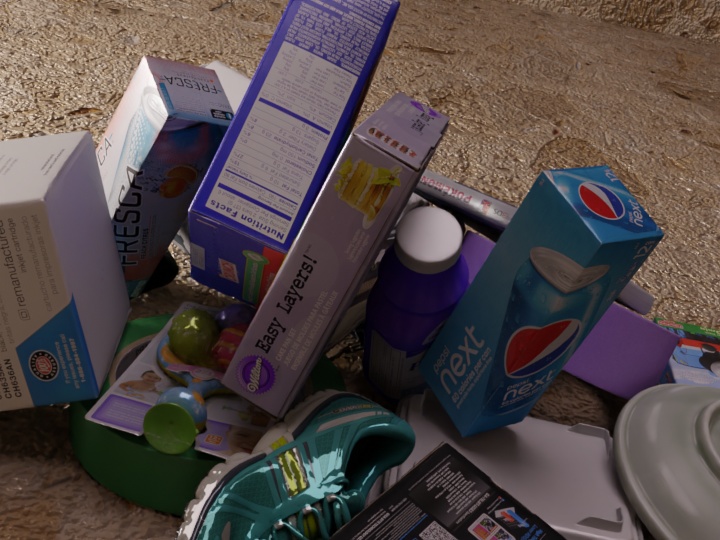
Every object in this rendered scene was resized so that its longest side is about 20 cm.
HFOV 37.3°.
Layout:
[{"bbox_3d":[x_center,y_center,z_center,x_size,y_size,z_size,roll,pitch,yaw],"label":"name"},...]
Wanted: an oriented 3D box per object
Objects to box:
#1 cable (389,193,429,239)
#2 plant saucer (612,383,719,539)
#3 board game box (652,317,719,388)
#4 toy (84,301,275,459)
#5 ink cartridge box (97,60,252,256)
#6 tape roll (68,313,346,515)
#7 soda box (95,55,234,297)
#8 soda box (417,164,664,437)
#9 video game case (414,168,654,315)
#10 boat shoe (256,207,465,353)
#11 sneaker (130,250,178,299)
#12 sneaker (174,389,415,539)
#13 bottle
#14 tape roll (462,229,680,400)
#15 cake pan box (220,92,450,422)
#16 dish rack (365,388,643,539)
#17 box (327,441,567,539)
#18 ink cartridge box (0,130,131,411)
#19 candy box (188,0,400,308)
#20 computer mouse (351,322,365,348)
[{"bbox_3d":[-0.025,-0.039,1.018,0.197,0.070,0.200,-5,19,-3],"label":"cable"},{"bbox_3d":[0.280,0.147,0.765,0.198,0.051,0.201,15,38,-12],"label":"plant saucer"},{"bbox_3d":[0.342,0.114,0.941,0.149,0.037,0.200,11,26,1],"label":"board game box"},{"bbox_3d":[-0.101,0.058,0.755,0.114,0.048,0.200,14,26,5],"label":"toy"},{"bbox_3d":[-0.114,-0.086,0.937,0.146,0.086,0.199,-41,46,-17],"label":"ink cartridge box"},{"bbox_3d":[-0.110,0.099,0.779,0.198,0.049,0.201,9,25,-4],"label":"tape roll"},{"bbox_3d":[-0.171,-0.066,0.829,0.063,0.200,0.069,3,47,-39],"label":"soda box"},{"bbox_3d":[0.117,0.025,0.732,0.064,0.201,0.068,-9,52,-35],"label":"soda box"},{"bbox_3d":[0.145,-0.030,0.958,0.199,0.023,0.182,28,1,-43],"label":"video game case"},{"bbox_3d":[0.000,0.000,0.890,0.199,0.074,0.074,-36,7,-14],"label":"boat shoe"},{"bbox_3d":[-0.247,-0.005,0.914,0.199,0.076,0.079,-15,37,-42],"label":"sneaker"},{"bbox_3d":[-0.039,0.140,0.639,0.079,0.078,0.200,13,39,33],"label":"sneaker"},{"bbox_3d":[0.044,0.029,0.804,0.083,0.201,0.065,-36,66,-23],"label":"bottle"},{"bbox_3d":[0.166,0.038,0.906,0.198,0.066,0.200,26,4,-2],"label":"tape roll"},{"bbox_3d":[-0.009,-0.020,0.717,0.052,0.185,0.200,31,21,0],"label":"cake pan box"},{"bbox_3d":[0.108,0.147,0.770,0.198,0.044,0.172,13,24,2],"label":"dish rack"},{"bbox_3d":[0.066,0.206,0.573,0.198,0.050,0.199,37,34,19],"label":"box"},{"bbox_3d":[-0.280,0.005,0.736,0.197,0.149,0.145,-8,25,2],"label":"ink cartridge box"},{"bbox_3d":[-0.052,-0.088,0.765,0.076,0.202,0.169,24,-16,-2],"label":"candy box"},{"bbox_3d":[0.048,0.027,1.006,0.199,0.044,0.109,-21,34,-40],"label":"computer mouse"}]
